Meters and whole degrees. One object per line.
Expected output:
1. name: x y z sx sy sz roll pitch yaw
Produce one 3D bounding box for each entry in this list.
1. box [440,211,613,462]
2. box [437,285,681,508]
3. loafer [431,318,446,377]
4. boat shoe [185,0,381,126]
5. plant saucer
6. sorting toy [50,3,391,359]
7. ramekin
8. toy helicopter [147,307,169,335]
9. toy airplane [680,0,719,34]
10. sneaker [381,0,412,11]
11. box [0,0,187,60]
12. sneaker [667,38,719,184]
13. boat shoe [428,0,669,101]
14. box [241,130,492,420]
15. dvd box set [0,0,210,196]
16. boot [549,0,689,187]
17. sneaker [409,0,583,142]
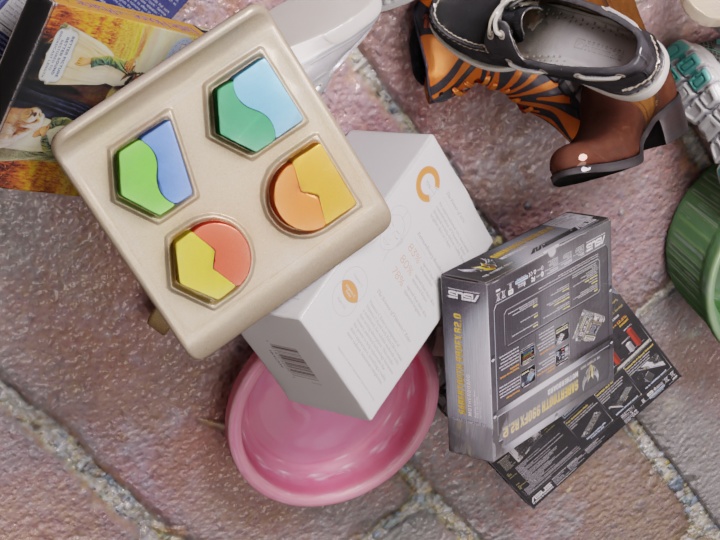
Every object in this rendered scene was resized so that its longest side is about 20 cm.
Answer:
1. box: 0.147 0.052 1.303 0.200 0.048 0.159 -25 119 -46
2. box: 0.190 0.112 1.458 0.200 0.050 0.158 -42 125 1
3. loafer: 0.096 0.056 1.343 0.070 0.070 0.201 -26 103 -40
4. boat shoe: -0.061 -0.144 1.152 0.200 0.072 0.069 -42 135 -20
5. plant saucer: -0.029 0.115 1.359 0.200 0.051 0.201 -11 121 -19
6. sorting toy: -0.094 -0.061 1.092 0.185 0.036 0.200 -35 109 -10
7. ramekin: 0.389 -0.022 1.448 0.199 0.098 0.201 -11 120 -19
8. toy helicopter: -0.120 -0.019 1.208 0.079 0.132 0.200 31 121 -5
9. toy airplane: 0.370 -0.244 1.295 0.200 0.141 0.200 33 67 -21
10. sneaker: 0.055 -0.275 1.177 0.200 0.080 0.078 -30 126 23
11. box: -0.202 -0.195 1.109 0.200 0.032 0.121 -47 137 5
12. sneaker: 0.349 -0.125 1.339 0.091 0.201 0.078 -21 168 -28
13. boat shoe: 0.132 -0.178 1.141 0.060 0.199 0.074 22 93 -63
14. box: 0.000 0.000 1.231 0.200 0.097 0.125 -53 130 -26
15. dvd box set: -0.186 -0.121 1.121 0.200 0.029 0.147 5 118 -54
16. boot: 0.180 -0.179 1.206 0.188 0.068 0.201 -28 100 -39
17. sneaker: 0.110 -0.162 1.267 0.112 0.078 0.200 -39 115 4
